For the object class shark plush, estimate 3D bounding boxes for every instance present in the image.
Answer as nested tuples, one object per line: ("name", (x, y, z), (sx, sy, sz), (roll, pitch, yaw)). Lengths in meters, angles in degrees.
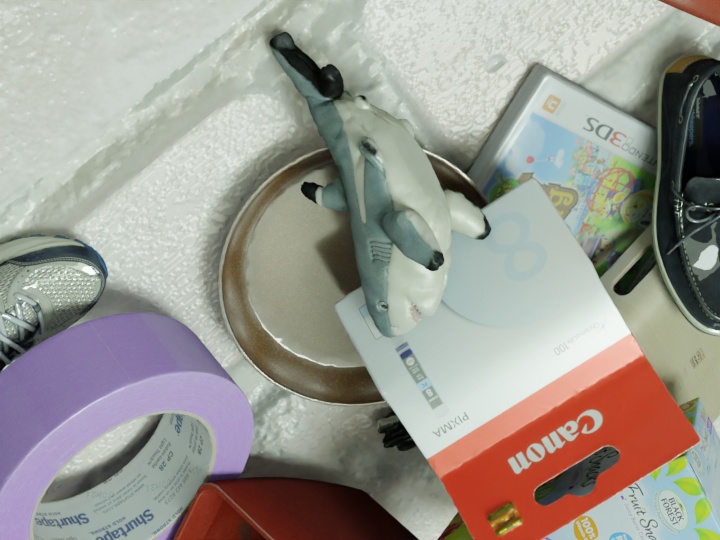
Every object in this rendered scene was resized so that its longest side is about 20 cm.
("shark plush", (-0.006, -0.056, 0.862), (0.083, 0.091, 0.200), (-31, 102, 32))

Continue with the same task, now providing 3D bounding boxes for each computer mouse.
("computer mouse", (0.095, 0.102, 0.984), (0.138, 0.200, 0.053), (-11, 93, -12))

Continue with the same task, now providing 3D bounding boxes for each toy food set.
("toy food set", (0.239, 0.054, 1.059), (0.144, 0.060, 0.200), (-46, 134, -10))

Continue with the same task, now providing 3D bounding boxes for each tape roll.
("tape roll", (-0.171, 0.126, 0.916), (0.200, 0.066, 0.200), (-26, 141, -23))

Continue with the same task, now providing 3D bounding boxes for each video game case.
("video game case", (0.147, -0.028, 1.010), (0.182, 0.022, 0.200), (22, 109, -29))

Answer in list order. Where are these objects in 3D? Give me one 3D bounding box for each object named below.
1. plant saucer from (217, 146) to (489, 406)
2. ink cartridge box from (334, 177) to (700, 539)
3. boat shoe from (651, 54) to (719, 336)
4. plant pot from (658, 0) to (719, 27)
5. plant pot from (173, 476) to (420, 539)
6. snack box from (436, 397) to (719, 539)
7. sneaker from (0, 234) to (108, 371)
("plant saucer", (0.000, 0.000, 0.953), (0.199, 0.032, 0.201), (-4, 116, -9))
("ink cartridge box", (0.096, 0.063, 0.884), (0.160, 0.200, 0.047), (-32, 154, 5))
("boat shoe", (0.246, -0.053, 0.961), (0.074, 0.062, 0.201), (-5, 93, -14))
("plant pot", (0.228, -0.235, 0.830), (0.195, 0.201, 0.201), (13, 114, -17))
("plant pot", (-0.029, 0.268, 1.002), (0.176, 0.200, 0.200), (-10, 134, -56))
("snack box", (0.156, 0.172, 0.961), (0.200, 0.169, 0.068), (-25, 90, 18))
("sneaker", (-0.248, 0.051, 0.874), (0.200, 0.085, 0.077), (-28, 124, -3))
